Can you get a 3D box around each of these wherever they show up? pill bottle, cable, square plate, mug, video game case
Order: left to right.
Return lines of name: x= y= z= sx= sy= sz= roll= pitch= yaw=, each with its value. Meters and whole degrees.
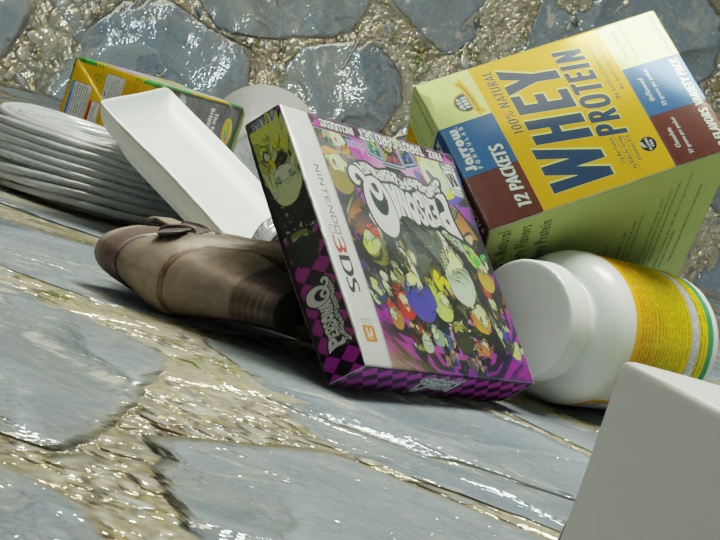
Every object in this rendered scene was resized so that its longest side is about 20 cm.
cable: x=-0.243 y=-0.094 z=1.559 sx=0.200 sy=0.069 sz=0.200 roll=19 pitch=5 yaw=11
square plate: x=-0.133 y=-0.073 z=1.487 sx=0.198 sy=0.028 sz=0.200 roll=46 pitch=13 yaw=0
mug: x=-0.109 y=-0.149 z=2.212 sx=0.186 sy=0.150 sz=0.153 roll=11 pitch=14 yaw=-4
video game case: x=0.022 y=-0.007 z=1.121 sx=0.036 sy=0.181 sz=0.200 roll=-30 pitch=-23 yaw=29
pill bottle: x=0.171 y=0.045 z=1.272 sx=0.113 sy=0.113 sz=0.200 roll=22 pitch=7 yaw=38

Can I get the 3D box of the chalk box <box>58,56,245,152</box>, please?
chalk box: x=-0.213 y=-0.138 z=1.820 sx=0.124 sy=0.125 sz=0.200 roll=21 pitch=5 yaw=26

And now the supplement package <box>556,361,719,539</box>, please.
supplement package: x=0.141 y=0.115 z=0.430 sx=0.120 sy=0.121 sz=0.200 roll=16 pitch=6 yaw=-24

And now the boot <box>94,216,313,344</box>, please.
boot: x=-0.074 y=0.001 z=1.155 sx=0.146 sy=0.070 sz=0.200 roll=20 pitch=7 yaw=29

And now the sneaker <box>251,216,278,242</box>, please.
sneaker: x=0.000 y=0.000 z=1.401 sx=0.115 sy=0.075 sz=0.200 roll=21 pitch=11 yaw=25

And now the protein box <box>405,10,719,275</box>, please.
protein box: x=0.149 y=-0.065 z=1.332 sx=0.200 sy=0.135 sz=0.199 roll=-19 pitch=-26 yaw=-14
